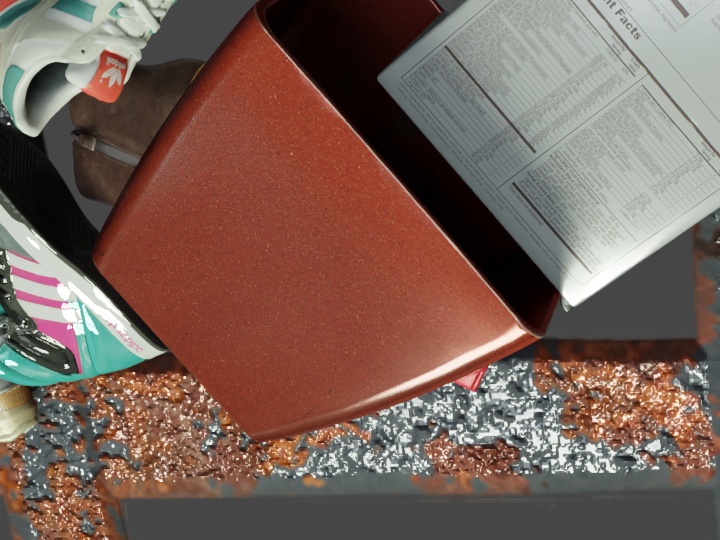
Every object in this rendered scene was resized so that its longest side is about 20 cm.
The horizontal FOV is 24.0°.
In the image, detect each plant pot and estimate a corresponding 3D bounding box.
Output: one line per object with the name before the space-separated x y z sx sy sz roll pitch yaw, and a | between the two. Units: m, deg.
plant pot | -0.018 -0.030 0.882 0.176 0.200 0.200 -38 97 26

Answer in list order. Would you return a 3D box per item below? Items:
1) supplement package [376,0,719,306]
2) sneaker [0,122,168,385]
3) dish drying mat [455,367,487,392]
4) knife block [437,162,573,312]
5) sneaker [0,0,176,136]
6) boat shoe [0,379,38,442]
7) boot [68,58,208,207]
supplement package | 0.145 -0.117 0.818 0.200 0.152 0.151 -38 97 31
sneaker | -0.223 0.000 1.080 0.121 0.084 0.200 -28 117 20
dish drying mat | 0.000 0.000 1.061 0.200 0.018 0.077 29 114 4
knife block | 0.075 -0.063 0.983 0.175 0.064 0.200 -32 99 18
sneaker | -0.136 -0.148 0.992 0.200 0.070 0.093 -28 59 23
boat shoe | -0.310 0.119 1.165 0.200 0.075 0.068 -29 94 23
boot | -0.104 -0.034 1.047 0.166 0.072 0.200 12 112 35
